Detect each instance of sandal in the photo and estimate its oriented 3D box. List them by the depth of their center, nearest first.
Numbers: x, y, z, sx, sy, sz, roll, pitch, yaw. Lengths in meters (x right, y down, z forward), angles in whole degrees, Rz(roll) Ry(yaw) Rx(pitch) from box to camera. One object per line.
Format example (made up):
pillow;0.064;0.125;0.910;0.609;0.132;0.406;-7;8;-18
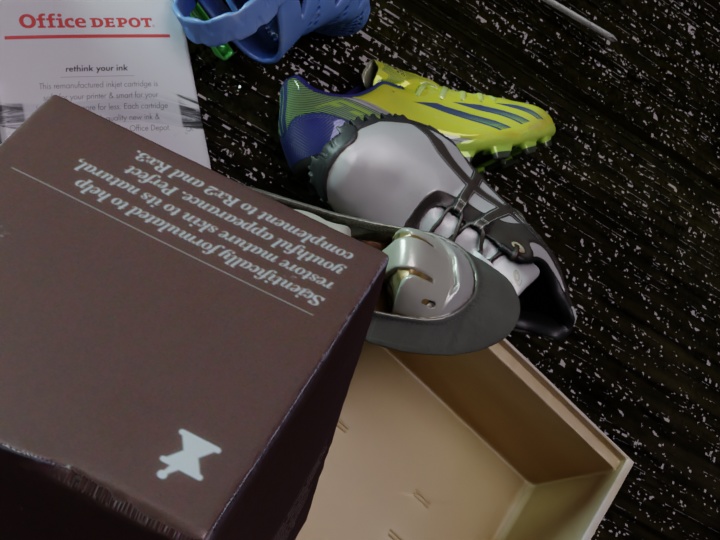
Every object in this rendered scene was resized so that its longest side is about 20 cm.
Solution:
sandal;-0.055;-0.159;0.836;0.200;0.079;0.087;8;80;-62

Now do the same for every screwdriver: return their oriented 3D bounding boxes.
screwdriver;0.100;-0.208;0.997;0.200;0.028;0.029;20;95;-20

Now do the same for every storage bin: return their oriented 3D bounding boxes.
storage bin;0.018;0.126;0.817;0.199;0.094;0.200;44;60;-12

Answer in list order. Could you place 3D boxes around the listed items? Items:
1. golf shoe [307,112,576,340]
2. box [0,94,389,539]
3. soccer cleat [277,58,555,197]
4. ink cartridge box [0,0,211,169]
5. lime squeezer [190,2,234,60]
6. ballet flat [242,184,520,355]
golf shoe;0.059;-0.022;0.849;0.200;0.095;0.078;29;105;-36
box;-0.110;0.074;0.608;0.166;0.200;0.164;26;46;8
soccer cleat;0.040;-0.098;0.912;0.200;0.065;0.084;-8;78;-31
ink cartridge box;-0.153;-0.083;0.794;0.116;0.068;0.201;-6;79;-31
lime squeezer;-0.132;-0.207;0.828;0.038;0.071;0.200;-30;135;-9
ballet flat;0.000;0.000;0.759;0.200;0.064;0.068;11;64;-15
